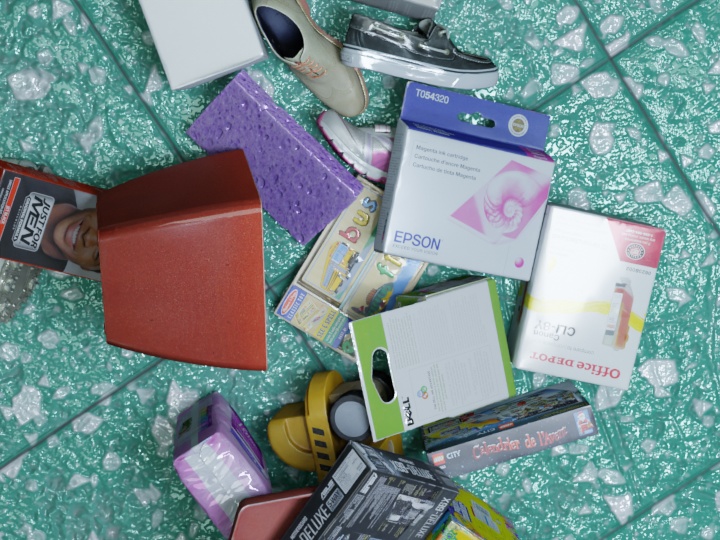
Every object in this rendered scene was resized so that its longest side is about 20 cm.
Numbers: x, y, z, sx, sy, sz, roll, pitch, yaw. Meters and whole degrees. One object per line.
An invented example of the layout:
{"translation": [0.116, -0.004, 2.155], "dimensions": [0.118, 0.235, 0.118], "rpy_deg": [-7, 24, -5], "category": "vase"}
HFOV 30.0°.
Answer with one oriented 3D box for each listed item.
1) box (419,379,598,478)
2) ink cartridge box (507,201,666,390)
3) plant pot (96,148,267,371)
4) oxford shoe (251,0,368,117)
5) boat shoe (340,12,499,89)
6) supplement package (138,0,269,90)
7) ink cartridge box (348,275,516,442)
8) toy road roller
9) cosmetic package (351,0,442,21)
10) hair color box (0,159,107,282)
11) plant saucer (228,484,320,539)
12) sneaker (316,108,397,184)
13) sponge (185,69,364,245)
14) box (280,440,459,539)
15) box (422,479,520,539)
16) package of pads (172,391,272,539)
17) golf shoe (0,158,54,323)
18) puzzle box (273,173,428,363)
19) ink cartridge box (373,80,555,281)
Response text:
{"translation": [0.173, 0.190, 1.606], "dimensions": [0.199, 0.137, 0.038], "rpy_deg": [-17, 98, 1], "category": "box"}
{"translation": [0.269, 0.030, 1.613], "dimensions": [0.144, 0.083, 0.201], "rpy_deg": [12, 97, -4], "category": "ink cartridge box"}
{"translation": [-0.205, -0.010, 1.507], "dimensions": [0.175, 0.200, 0.201], "rpy_deg": [-4, 112, -9], "category": "plant pot"}
{"translation": [-0.064, -0.245, 1.553], "dimensions": [0.071, 0.074, 0.200], "rpy_deg": [-28, 118, 28], "category": "oxford shoe"}
{"translation": [0.076, -0.255, 1.552], "dimensions": [0.199, 0.072, 0.071], "rpy_deg": [5, 106, -25], "category": "boat shoe"}
{"translation": [-0.192, -0.319, 1.539], "dimensions": [0.117, 0.117, 0.201], "rpy_deg": [-20, 97, 1], "category": "supplement package"}
{"translation": [0.072, 0.100, 1.582], "dimensions": [0.199, 0.076, 0.149], "rpy_deg": [-15, 98, -26], "category": "ink cartridge box"}
{"translation": [-0.026, 0.220, 1.618], "dimensions": [0.145, 0.123, 0.201], "rpy_deg": [-8, 99, 16], "category": "toy road roller"}
{"translation": [0.003, -0.355, 1.543], "dimensions": [0.199, 0.107, 0.091], "rpy_deg": [18, 91, -5], "category": "cosmetic package"}
{"translation": [-0.345, -0.053, 1.550], "dimensions": [0.199, 0.061, 0.102], "rpy_deg": [15, 99, -39], "category": "hair color box"}
{"translation": [-0.077, 0.316, 1.512], "dimensions": [0.199, 0.037, 0.200], "rpy_deg": [-4, 124, -34], "category": "plant saucer"}
{"translation": [0.041, -0.142, 1.592], "dimensions": [0.199, 0.081, 0.088], "rpy_deg": [31, 94, -14], "category": "sneaker"}
{"translation": [-0.102, -0.131, 1.584], "dimensions": [0.200, 0.030, 0.112], "rpy_deg": [44, 128, -7], "category": "sponge"}
{"translation": [-0.003, 0.294, 1.488], "dimensions": [0.157, 0.050, 0.200], "rpy_deg": [22, 107, -45], "category": "box"}
{"translation": [0.093, 0.374, 1.596], "dimensions": [0.122, 0.200, 0.193], "rpy_deg": [34, 95, -5], "category": "box"}
{"translation": [-0.161, 0.226, 1.572], "dimensions": [0.075, 0.200, 0.121], "rpy_deg": [-32, 101, -1], "category": "package of pads"}
{"translation": [-0.430, -0.038, 1.606], "dimensions": [0.097, 0.078, 0.201], "rpy_deg": [17, 94, 17], "category": "golf shoe"}
{"translation": [0.000, 0.000, 1.632], "dimensions": [0.133, 0.025, 0.201], "rpy_deg": [30, 96, -4], "category": "puzzle box"}
{"translation": [0.127, -0.102, 1.558], "dimensions": [0.195, 0.043, 0.201], "rpy_deg": [10, 95, -22], "category": "ink cartridge box"}
